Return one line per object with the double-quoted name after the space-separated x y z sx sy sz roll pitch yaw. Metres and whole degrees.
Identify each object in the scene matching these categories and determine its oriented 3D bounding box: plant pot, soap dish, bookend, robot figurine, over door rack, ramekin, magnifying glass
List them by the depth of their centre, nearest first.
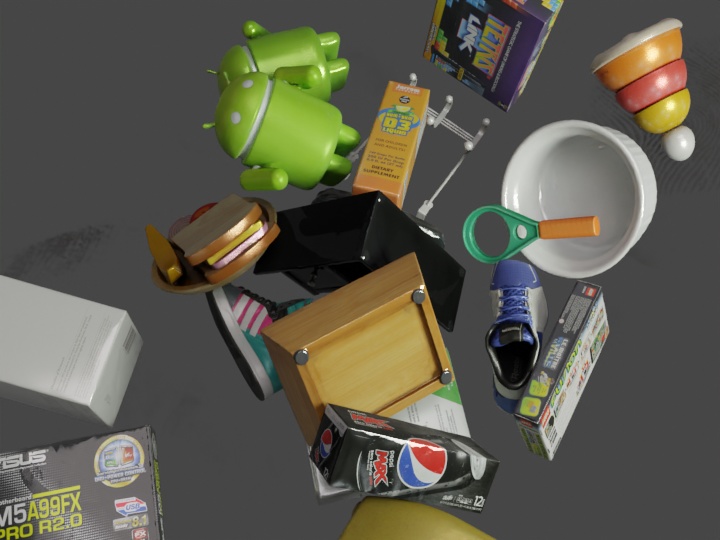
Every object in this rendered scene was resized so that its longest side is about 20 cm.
0.052 0.359 0.836 0.198 0.197 0.196 31 68 15 "plant pot"
0.006 0.095 0.861 0.197 0.081 0.160 -26 114 -13 "soap dish"
0.000 0.000 1.008 0.197 0.198 0.094 -6 58 42 "bookend"
-0.102 -0.182 1.008 0.196 0.115 0.179 22 75 -17 "robot figurine"
0.223 -0.052 1.028 0.022 0.197 0.082 -16 100 -50 "magnifying glass"
0.297 -0.100 1.032 0.097 0.201 0.202 -16 65 -50 "ramekin"
-0.118 -0.281 1.110 0.196 0.116 0.179 -19 82 -12 "robot figurine"
0.083 -0.184 1.116 0.146 0.067 0.201 33 69 9 "over door rack"

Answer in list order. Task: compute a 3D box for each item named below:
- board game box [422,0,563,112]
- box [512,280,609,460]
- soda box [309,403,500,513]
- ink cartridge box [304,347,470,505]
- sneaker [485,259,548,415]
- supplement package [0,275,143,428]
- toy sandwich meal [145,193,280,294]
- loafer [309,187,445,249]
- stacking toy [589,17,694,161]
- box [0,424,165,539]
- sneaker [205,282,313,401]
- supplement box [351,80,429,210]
0.185 -0.349 1.119 0.164 0.201 0.057 37 67 11 "board game box"
0.261 0.127 0.982 0.034 0.111 0.202 17 63 34 "box"
0.049 0.203 0.826 0.196 0.071 0.065 18 95 -26 "soda box"
0.027 0.194 0.949 0.195 0.083 0.150 -9 69 -8 "ink cartridge box"
0.203 0.073 0.988 0.078 0.116 0.204 -1 66 13 "sneaker"
-0.386 0.096 0.933 0.195 0.122 0.122 15 67 1 "supplement package"
-0.195 -0.048 0.985 0.201 0.071 0.207 -17 37 13 "toy sandwich meal"
0.025 -0.072 1.064 0.195 0.074 0.073 18 43 1 "loafer"
0.450 -0.261 1.167 0.144 0.146 0.204 -24 91 -14 "stacking toy"
-0.335 0.283 0.904 0.195 0.044 0.164 -8 69 -8 "box"
-0.121 0.056 0.994 0.119 0.084 0.202 -24 64 -21 "sneaker"
0.041 -0.158 1.017 0.065 0.070 0.203 12 54 6 "supplement box"
